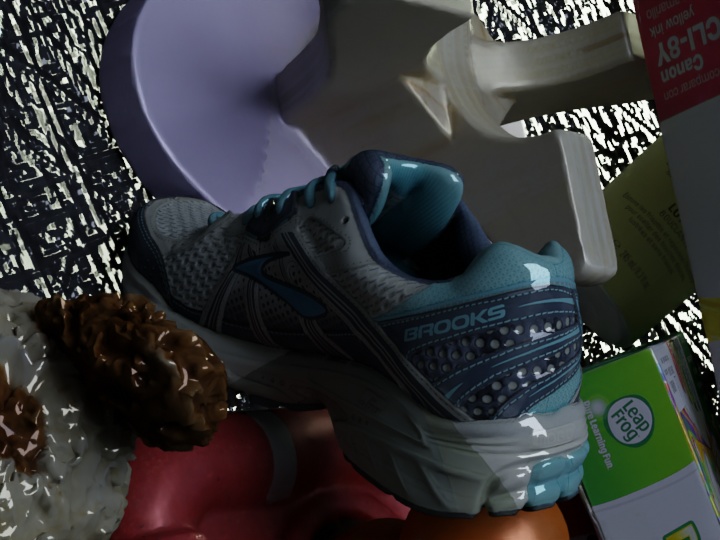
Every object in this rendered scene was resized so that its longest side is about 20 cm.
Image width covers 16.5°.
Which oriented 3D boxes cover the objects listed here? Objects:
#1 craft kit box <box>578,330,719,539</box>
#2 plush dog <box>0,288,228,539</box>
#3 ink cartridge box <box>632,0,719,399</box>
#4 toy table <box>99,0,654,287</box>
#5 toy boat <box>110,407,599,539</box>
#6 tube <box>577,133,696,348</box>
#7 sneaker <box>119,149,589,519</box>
[{"bbox_3d":[0.126,0.121,0.872,0.200,0.048,0.199,-4,75,-80],"label":"craft kit box"},{"bbox_3d":[-0.104,0.086,0.646,0.160,0.199,0.173,25,58,-79],"label":"plush dog"},{"bbox_3d":[0.189,-0.013,0.860,0.144,0.083,0.201,-4,79,-37],"label":"ink cartridge box"},{"bbox_3d":[0.022,-0.068,0.869,0.199,0.117,0.185,-10,79,-49],"label":"toy table"},{"bbox_3d":[0.012,0.097,0.767,0.199,0.130,0.131,-2,73,-47],"label":"toy boat"},{"bbox_3d":[0.156,-0.053,0.942,0.200,0.052,0.058,-39,135,-13],"label":"tube"},{"bbox_3d":[0.000,0.000,0.758,0.077,0.199,0.087,-9,113,-41],"label":"sneaker"}]
